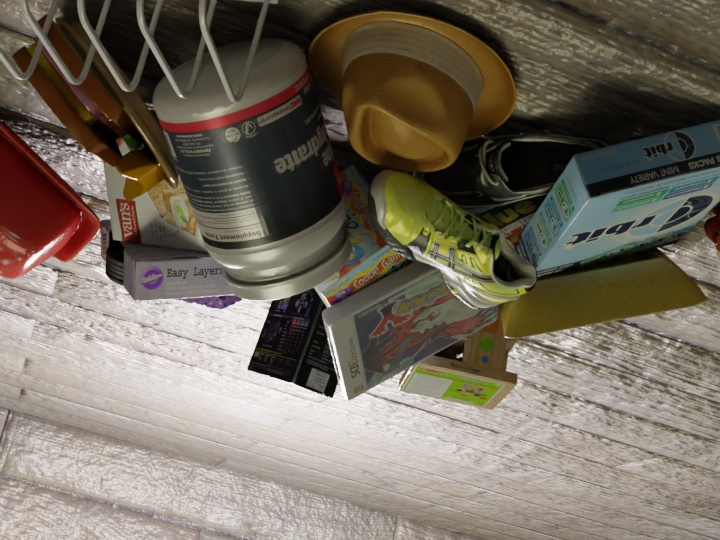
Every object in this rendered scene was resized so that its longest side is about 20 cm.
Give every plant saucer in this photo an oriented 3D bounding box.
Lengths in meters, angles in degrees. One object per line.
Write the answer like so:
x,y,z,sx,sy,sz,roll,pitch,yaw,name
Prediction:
0.239,0.010,1.119,0.197,0.049,0.200,-12,-171,7,plant saucer

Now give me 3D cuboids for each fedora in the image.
0.040,-0.143,0.941,0.197,0.083,0.201,10,158,4,fedora

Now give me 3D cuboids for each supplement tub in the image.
-0.091,-0.091,0.962,0.139,0.141,0.202,-1,121,30,supplement tub

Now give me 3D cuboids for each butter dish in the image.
-0.432,-0.061,1.264,0.200,0.148,0.199,45,149,-11,butter dish

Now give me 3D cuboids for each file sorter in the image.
-0.179,-0.216,0.824,0.197,0.126,0.139,8,159,10,file sorter

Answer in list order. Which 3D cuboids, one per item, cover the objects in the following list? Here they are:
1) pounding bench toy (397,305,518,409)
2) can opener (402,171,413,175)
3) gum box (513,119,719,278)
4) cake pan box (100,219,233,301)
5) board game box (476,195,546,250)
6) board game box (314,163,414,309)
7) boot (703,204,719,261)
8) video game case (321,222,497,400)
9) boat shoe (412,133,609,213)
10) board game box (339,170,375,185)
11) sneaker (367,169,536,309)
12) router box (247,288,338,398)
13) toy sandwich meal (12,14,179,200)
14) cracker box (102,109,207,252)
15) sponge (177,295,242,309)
0.091,0.061,1.317,0.197,0.158,0.124,12,158,-3,pounding bench toy
0.098,-0.051,1.170,0.066,0.054,0.199,-26,141,32,can opener
0.247,-0.062,0.986,0.167,0.045,0.200,-14,161,-12,gum box
-0.189,-0.019,1.222,0.197,0.053,0.184,-4,-164,-26,cake pan box
0.162,-0.050,1.109,0.199,0.024,0.104,-27,138,32,board game box
0.000,0.000,1.141,0.102,0.105,0.200,-34,151,-3,board game box
0.375,-0.046,1.021,0.106,0.076,0.200,6,159,29,boot
0.059,0.049,1.138,0.198,0.023,0.183,-28,150,-10,video game case
0.136,-0.100,1.007,0.197,0.073,0.071,-8,169,20,boat shoe
-0.011,-0.055,1.256,0.133,0.035,0.200,8,158,12,board game box
0.088,-0.036,0.999,0.199,0.076,0.076,33,150,-34,sneaker
-0.069,0.075,1.389,0.061,0.152,0.199,22,172,-21,router box
-0.239,-0.143,0.988,0.206,0.070,0.205,52,171,11,toy sandwich meal
-0.168,-0.091,1.131,0.197,0.058,0.136,7,121,13,cracker box
-0.157,-0.001,1.310,0.110,0.030,0.199,11,-161,26,sponge
